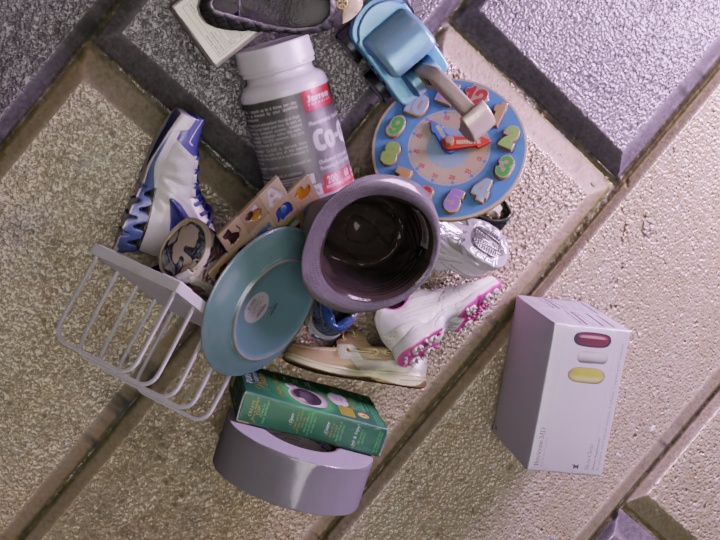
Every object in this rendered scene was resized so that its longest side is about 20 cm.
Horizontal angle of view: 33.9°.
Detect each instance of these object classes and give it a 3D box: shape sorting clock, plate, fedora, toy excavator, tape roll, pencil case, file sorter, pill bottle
[{"bbox_3d":[0.112,-0.156,1.496,0.197,0.039,0.202,-2,64,5],"label":"shape sorting clock"},{"bbox_3d":[-0.111,0.043,1.431,0.199,0.025,0.202,-35,141,-34],"label":"plate"},{"bbox_3d":[0.000,-0.043,1.429,0.198,0.090,0.179,4,111,-32],"label":"fedora"},{"bbox_3d":[0.071,-0.247,1.451,0.100,0.200,0.195,-39,106,-1],"label":"toy excavator"},{"bbox_3d":[-0.086,0.241,1.517,0.198,0.200,0.067,16,98,-15],"label":"tape roll"},{"bbox_3d":[-0.168,0.009,1.445,0.077,0.090,0.200,-29,148,13],"label":"pencil case"},{"bbox_3d":[-0.247,0.081,1.417,0.126,0.138,0.200,-62,151,-12],"label":"file sorter"},{"bbox_3d":[-0.084,-0.185,1.475,0.113,0.114,0.202,-17,105,-8],"label":"pill bottle"}]

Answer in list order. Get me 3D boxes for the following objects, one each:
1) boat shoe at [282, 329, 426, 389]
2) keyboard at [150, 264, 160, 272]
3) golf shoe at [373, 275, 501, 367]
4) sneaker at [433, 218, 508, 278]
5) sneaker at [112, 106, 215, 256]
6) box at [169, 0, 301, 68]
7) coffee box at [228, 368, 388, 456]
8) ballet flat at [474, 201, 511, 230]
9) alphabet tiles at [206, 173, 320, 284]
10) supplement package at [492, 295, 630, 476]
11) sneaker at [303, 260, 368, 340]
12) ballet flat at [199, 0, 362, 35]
[{"bbox_3d":[-0.005,0.112,1.581,0.197,0.074,0.067,11,84,-13],"label":"boat shoe"},{"bbox_3d":[-0.173,-0.028,1.510,0.198,0.104,0.040,-22,61,9],"label":"keyboard"},{"bbox_3d":[0.104,0.046,1.575,0.199,0.076,0.092,-29,64,-32],"label":"golf shoe"},{"bbox_3d":[0.092,-0.046,1.555,0.199,0.099,0.078,35,50,-11],"label":"sneaker"},{"bbox_3d":[-0.224,-0.097,1.488,0.114,0.081,0.201,22,103,-19],"label":"sneaker"},{"bbox_3d":[-0.130,-0.347,1.450,0.199,0.078,0.095,-37,107,-3],"label":"box"},{"bbox_3d":[-0.071,0.181,1.550,0.198,0.123,0.044,16,101,-16],"label":"coffee box"},{"bbox_3d":[0.128,-0.128,1.555,0.200,0.068,0.068,41,67,-18],"label":"ballet flat"},{"bbox_3d":[-0.101,-0.021,1.429,0.166,0.006,0.201,-46,145,-13],"label":"alphabet tiles"},{"bbox_3d":[0.267,0.153,1.598,0.109,0.156,0.203,6,101,-13],"label":"supplement package"},{"bbox_3d":[0.000,0.000,1.531,0.076,0.085,0.202,28,76,-16],"label":"sneaker"},{"bbox_3d":[-0.091,-0.309,1.396,0.197,0.057,0.067,-7,106,-13],"label":"ballet flat"}]
